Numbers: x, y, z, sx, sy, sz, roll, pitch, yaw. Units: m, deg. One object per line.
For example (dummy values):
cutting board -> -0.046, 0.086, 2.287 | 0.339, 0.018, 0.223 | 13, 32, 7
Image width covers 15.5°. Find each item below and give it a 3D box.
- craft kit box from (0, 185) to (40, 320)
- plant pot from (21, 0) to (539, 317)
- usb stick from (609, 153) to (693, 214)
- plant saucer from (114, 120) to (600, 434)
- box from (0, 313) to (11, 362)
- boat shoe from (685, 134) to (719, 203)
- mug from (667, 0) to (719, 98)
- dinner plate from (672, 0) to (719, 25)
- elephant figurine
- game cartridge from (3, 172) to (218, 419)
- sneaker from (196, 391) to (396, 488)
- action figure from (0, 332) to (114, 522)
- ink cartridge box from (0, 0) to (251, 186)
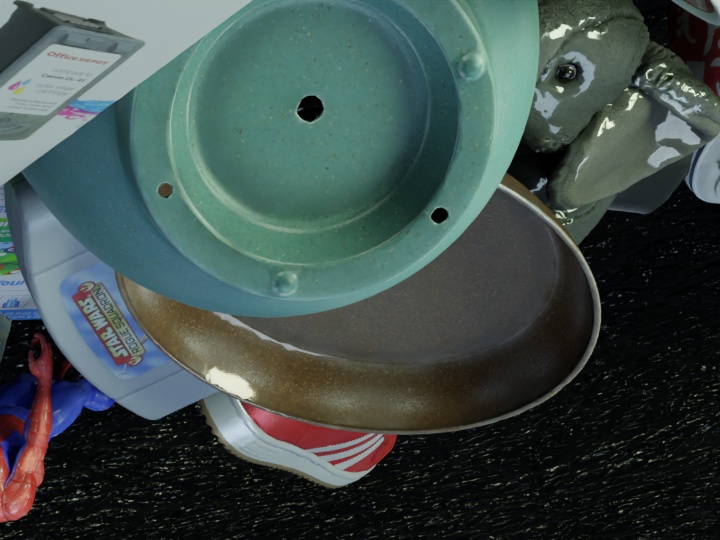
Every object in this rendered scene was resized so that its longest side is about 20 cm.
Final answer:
craft kit box -> -0.164, -0.034, 1.161 | 0.199, 0.049, 0.197 | -2, 159, -32
plant pot -> -0.026, -0.068, 0.882 | 0.199, 0.202, 0.134 | -12, -158, -7
usb stick -> 0.085, -0.058, 1.275 | 0.199, 0.033, 0.056 | 5, 129, -43
plant saucer -> 0.000, 0.000, 1.080 | 0.199, 0.032, 0.201 | 7, 144, 5
box -> -0.266, 0.027, 1.135 | 0.199, 0.040, 0.137 | -19, 136, 38
boat shoe -> 0.226, -0.062, 1.296 | 0.074, 0.087, 0.202 | -4, 157, -28
mug -> 0.201, -0.114, 1.044 | 0.133, 0.178, 0.200 | 30, 154, -7
dinner plate -> 0.044, -0.150, 0.811 | 0.024, 0.200, 0.200 | -48, 155, 2
elephant figurine -> 0.080, -0.077, 1.088 | 0.141, 0.156, 0.200 | 33, 140, -7
game cartridge -> -0.076, -0.006, 1.147 | 0.133, 0.042, 0.200 | -28, 148, -2
sneaker -> 0.006, 0.052, 1.324 | 0.112, 0.072, 0.200 | -28, 165, 16
action figure -> -0.165, 0.049, 1.262 | 0.065, 0.100, 0.200 | 2, -152, 18
ink cartridge box -> -0.119, -0.118, 0.811 | 0.085, 0.148, 0.200 | 10, 148, -42
